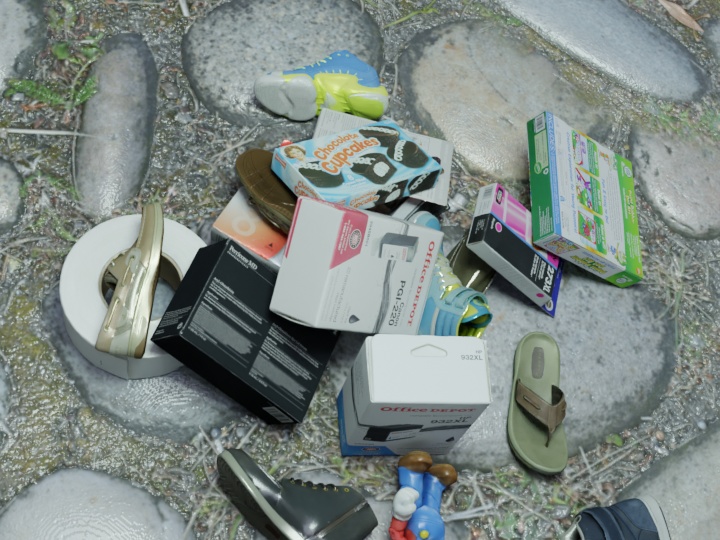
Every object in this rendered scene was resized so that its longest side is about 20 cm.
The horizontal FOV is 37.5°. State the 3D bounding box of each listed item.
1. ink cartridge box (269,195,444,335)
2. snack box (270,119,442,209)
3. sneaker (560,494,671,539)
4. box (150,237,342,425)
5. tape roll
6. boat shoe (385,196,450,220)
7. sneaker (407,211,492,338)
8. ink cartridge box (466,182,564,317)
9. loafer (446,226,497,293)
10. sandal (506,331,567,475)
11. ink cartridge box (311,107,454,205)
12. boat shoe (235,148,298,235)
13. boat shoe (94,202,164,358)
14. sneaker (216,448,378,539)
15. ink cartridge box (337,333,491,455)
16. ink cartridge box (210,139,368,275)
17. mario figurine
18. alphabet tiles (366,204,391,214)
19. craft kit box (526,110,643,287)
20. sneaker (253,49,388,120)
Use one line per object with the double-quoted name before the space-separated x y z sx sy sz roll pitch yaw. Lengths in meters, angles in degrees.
"ink cartridge box" 0.000 0.000 1.303 0.085 0.200 0.146 19 96 39
"snack box" -0.004 -0.134 1.390 0.199 0.037 0.116 -20 53 -36
"sneaker" 0.325 0.379 1.288 0.145 0.077 0.203 -2 54 -25
"box" -0.135 0.078 1.301 0.200 0.079 0.142 41 60 -27
"tape roll" -0.278 0.033 1.347 0.201 0.071 0.203 5 63 -10
"boat shoe" 0.054 -0.053 1.446 0.057 0.069 0.200 49 58 -7
"sneaker" 0.117 0.018 1.380 0.079 0.130 0.201 6 81 -45
"ink cartridge box" 0.224 -0.025 1.443 0.200 0.037 0.095 38 55 -35
"loafer" 0.166 -0.031 1.472 0.075 0.070 0.201 27 61 2
"sandal" 0.235 0.168 1.394 0.079 0.057 0.202 5 63 -9
"ink cartridge box" 0.024 -0.145 1.478 0.199 0.050 0.161 16 40 -3
"boat shoe" -0.092 -0.080 1.387 0.073 0.063 0.200 -34 67 -26
"boat shoe" -0.277 0.006 1.283 0.065 0.072 0.201 9 68 -8
"sneaker" -0.077 0.271 1.276 0.200 0.075 0.106 47 59 2
"ink cartridge box" 0.060 0.155 1.282 0.144 0.200 0.084 2 63 -11
"ink cartridge box" -0.084 -0.080 1.440 0.162 0.050 0.200 31 65 4
"mario figurine" 0.088 0.321 1.262 0.123 0.106 0.201 10 61 -9
"alphabet tiles" -0.045 -0.037 1.463 0.199 0.015 0.197 -7 66 -15
"craft kit box" 0.318 -0.099 1.504 0.197 0.048 0.201 22 57 -32
"sneaker" -0.059 -0.275 1.555 0.199 0.076 0.105 8 50 -16
